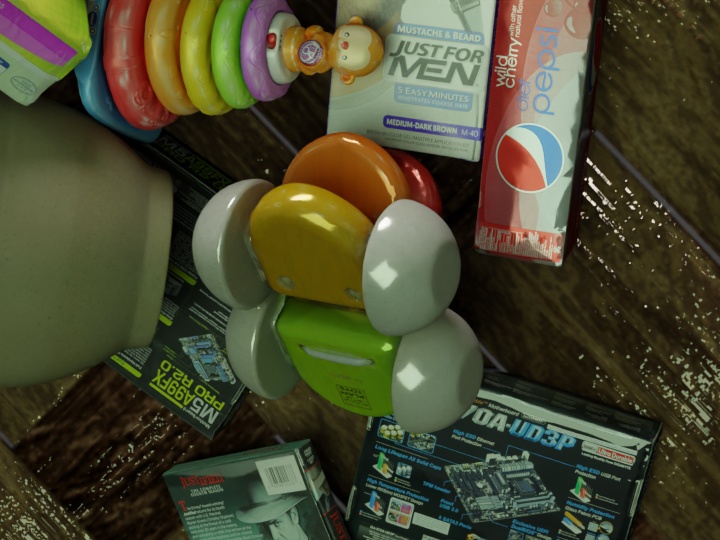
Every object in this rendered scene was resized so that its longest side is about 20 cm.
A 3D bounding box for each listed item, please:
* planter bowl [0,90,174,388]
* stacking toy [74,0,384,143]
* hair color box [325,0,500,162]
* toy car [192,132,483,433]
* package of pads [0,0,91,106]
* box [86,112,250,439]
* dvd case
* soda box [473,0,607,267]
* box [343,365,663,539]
[{"bbox_3d":[-0.197,-0.016,1.238,0.133,0.200,0.202,7,109,-14],"label":"planter bowl"},{"bbox_3d":[-0.078,-0.144,1.218,0.198,0.110,0.117,5,81,22],"label":"stacking toy"},{"bbox_3d":[0.043,-0.181,1.225,0.108,0.065,0.202,9,105,15],"label":"hair color box"},{"bbox_3d":[0.000,0.000,1.215,0.174,0.150,0.201,10,137,27],"label":"toy car"},{"bbox_3d":[-0.246,-0.212,1.185,0.068,0.201,0.154,-38,131,21],"label":"package of pads"},{"bbox_3d":[-0.141,-0.002,1.335,0.199,0.044,0.161,35,112,5],"label":"box"},{"bbox_3d":[-0.054,0.226,1.357,0.145,0.022,0.202,-15,101,41],"label":"dvd case"},{"bbox_3d":[0.118,-0.110,1.217,0.063,0.070,0.202,9,107,13],"label":"soda box"},{"bbox_3d":[0.095,0.154,1.308,0.198,0.046,0.160,17,109,11],"label":"box"}]
